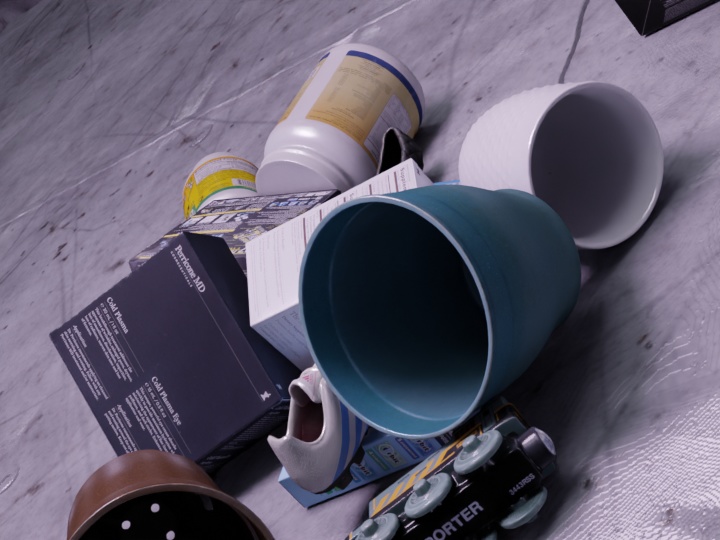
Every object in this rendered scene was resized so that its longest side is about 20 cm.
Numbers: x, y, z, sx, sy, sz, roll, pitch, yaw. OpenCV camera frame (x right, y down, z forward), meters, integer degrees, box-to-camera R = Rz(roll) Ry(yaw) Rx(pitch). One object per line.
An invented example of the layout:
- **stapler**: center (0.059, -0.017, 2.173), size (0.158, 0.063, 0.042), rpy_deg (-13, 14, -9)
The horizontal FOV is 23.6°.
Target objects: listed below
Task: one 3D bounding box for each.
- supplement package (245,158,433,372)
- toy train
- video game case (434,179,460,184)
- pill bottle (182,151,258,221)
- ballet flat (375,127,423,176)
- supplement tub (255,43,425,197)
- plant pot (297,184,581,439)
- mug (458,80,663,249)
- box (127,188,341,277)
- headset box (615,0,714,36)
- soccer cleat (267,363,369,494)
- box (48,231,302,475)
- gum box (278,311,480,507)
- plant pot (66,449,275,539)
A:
- **supplement package**: center (0.000, 0.000, 1.688), size (0.199, 0.114, 0.110), rpy_deg (-26, 46, 21)
- **toy train**: center (0.070, 0.185, 1.366), size (0.200, 0.085, 0.114), rpy_deg (-40, 11, 10)
- **video game case**: center (0.049, -0.039, 1.849), size (0.199, 0.018, 0.144), rpy_deg (-4, 44, 55)
- **pill bottle**: center (-0.162, -0.076, 2.123), size (0.113, 0.113, 0.200), rpy_deg (-39, 24, 7)
- **ballet flat**: center (0.020, -0.076, 1.863), size (0.066, 0.057, 0.201), rpy_deg (-26, 28, 34)
- **supplement tub**: center (-0.024, -0.149, 1.992), size (0.144, 0.145, 0.201), rpy_deg (-15, 35, 47)
- **plant pot**: center (0.082, 0.015, 1.444), size (0.199, 0.202, 0.187), rpy_deg (-18, 3, 43)
- **mug**: center (0.157, -0.075, 1.589), size (0.201, 0.147, 0.175), rpy_deg (-56, 22, -13)
- **box**: center (-0.133, -0.032, 1.898), size (0.199, 0.050, 0.161), rpy_deg (-3, 24, 39)
- **headset box**: center (0.356, -0.361, 1.846), size (0.148, 0.075, 0.201), rpy_deg (-24, 29, 35)
- **soccer cleat**: center (-0.014, 0.100, 1.515), size (0.069, 0.086, 0.201), rpy_deg (-15, 37, 45)
- **box**: center (-0.176, 0.096, 1.725), size (0.181, 0.201, 0.104), rpy_deg (-35, -13, 15)
- **gum box**: center (0.029, 0.114, 1.585), size (0.199, 0.045, 0.171), rpy_deg (-27, 29, 33)
- **plant pot**: center (-0.175, 0.253, 1.505), size (0.200, 0.201, 0.198), rpy_deg (-42, 16, -2)
